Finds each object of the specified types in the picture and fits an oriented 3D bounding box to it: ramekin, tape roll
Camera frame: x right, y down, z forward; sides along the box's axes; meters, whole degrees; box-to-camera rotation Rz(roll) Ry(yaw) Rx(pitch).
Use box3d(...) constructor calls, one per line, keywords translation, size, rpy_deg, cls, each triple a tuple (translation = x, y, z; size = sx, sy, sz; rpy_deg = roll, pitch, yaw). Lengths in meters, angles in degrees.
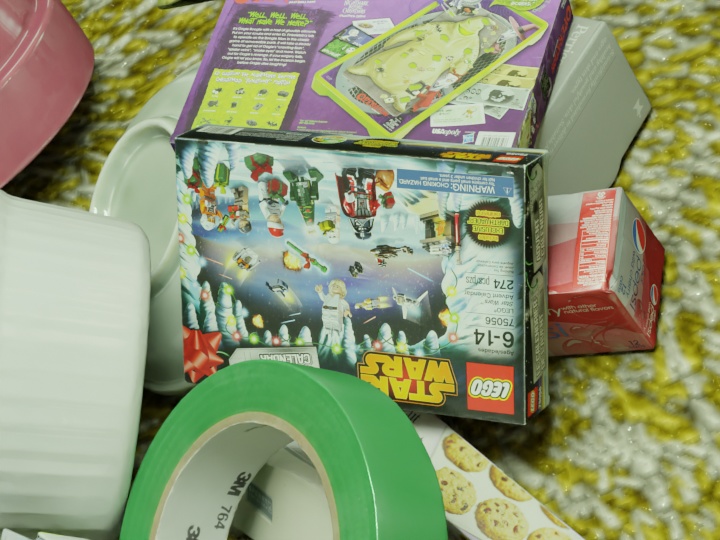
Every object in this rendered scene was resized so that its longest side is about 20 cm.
box3d(translation=(-0.170, 0.059, 1.328), size=(0.097, 0.201, 0.201), rpy_deg=(7, 55, -9), cls="ramekin")
box3d(translation=(-0.042, 0.145, 1.210), size=(0.200, 0.048, 0.202), rpy_deg=(-16, 68, 46), cls="tape roll")

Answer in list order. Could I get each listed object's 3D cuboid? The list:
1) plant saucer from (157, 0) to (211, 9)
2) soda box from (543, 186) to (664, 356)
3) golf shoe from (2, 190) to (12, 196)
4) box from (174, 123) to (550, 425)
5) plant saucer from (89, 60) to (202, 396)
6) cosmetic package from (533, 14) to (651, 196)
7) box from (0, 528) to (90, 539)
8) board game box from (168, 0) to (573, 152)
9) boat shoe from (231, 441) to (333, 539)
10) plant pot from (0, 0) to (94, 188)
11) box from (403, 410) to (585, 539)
box3d(translation=(-0.017, -0.220, 1.481), size=(0.199, 0.200, 0.048), rpy_deg=(-23, 94, 15), cls="plant saucer")
box3d(translation=(0.059, 0.008, 1.353), size=(0.199, 0.070, 0.064), rpy_deg=(-6, 58, 28), cls="soda box")
box3d(translation=(-0.198, 0.042, 1.468), size=(0.077, 0.088, 0.201), rpy_deg=(-25, 51, 10), cls="golf shoe")
box3d(translation=(0.000, 0.000, 1.305), size=(0.199, 0.138, 0.040), rpy_deg=(5, 17, 24), cls="box")
box3d(translation=(-0.109, -0.031, 1.432), size=(0.200, 0.050, 0.201), rpy_deg=(-25, 58, 48), cls="plant saucer")
box3d(translation=(0.051, -0.095, 1.419), size=(0.199, 0.090, 0.107), rpy_deg=(13, 64, 39), cls="cosmetic package")
box3d(translation=(-0.112, 0.203, 1.201), size=(0.200, 0.048, 0.123), rpy_deg=(13, 91, 48), cls="box")
box3d(translation=(0.006, -0.104, 1.357), size=(0.199, 0.032, 0.121), rpy_deg=(4, 60, 23), cls="board game box")
box3d(translation=(-0.015, 0.129, 1.295), size=(0.200, 0.068, 0.072), rpy_deg=(25, 117, 61), cls="boat shoe")
box3d(translation=(-0.295, -0.144, 1.554), size=(0.199, 0.179, 0.200), rpy_deg=(-28, 30, 18), cls="plant pot")
box3d(translation=(0.057, 0.118, 1.300), size=(0.041, 0.039, 0.200), rpy_deg=(-44, 48, -7), cls="box")
